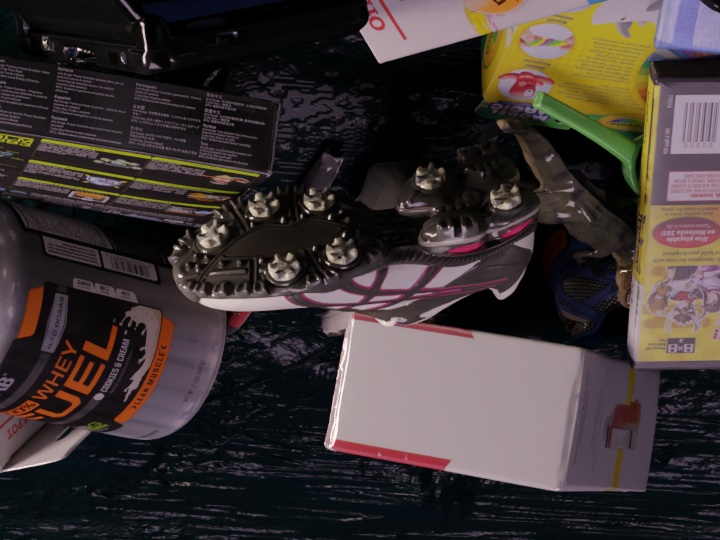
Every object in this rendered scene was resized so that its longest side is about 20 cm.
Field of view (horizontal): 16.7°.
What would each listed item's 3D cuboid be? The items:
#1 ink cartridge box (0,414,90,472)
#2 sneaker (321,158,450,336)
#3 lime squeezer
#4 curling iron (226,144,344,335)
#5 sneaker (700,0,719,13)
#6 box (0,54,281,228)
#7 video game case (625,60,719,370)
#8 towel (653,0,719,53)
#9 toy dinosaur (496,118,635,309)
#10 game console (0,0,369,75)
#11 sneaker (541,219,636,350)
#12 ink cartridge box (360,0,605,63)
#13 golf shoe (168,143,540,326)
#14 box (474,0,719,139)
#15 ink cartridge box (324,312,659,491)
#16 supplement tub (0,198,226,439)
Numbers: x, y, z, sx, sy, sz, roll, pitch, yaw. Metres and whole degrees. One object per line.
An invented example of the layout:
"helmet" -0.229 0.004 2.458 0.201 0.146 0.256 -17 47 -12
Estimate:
"ink cartridge box" -0.260 0.083 1.540 0.199 0.117 0.068 -11 107 22
"sneaker" 0.020 -0.013 1.459 0.074 0.085 0.200 -6 170 -16
"lime squeezer" 0.152 -0.060 1.360 0.071 0.038 0.200 35 179 22
"curling iron" -0.060 -0.014 1.491 0.049 0.026 0.200 14 144 -25
"sneaker" 0.153 -0.202 1.087 0.072 0.083 0.201 -17 104 16
"box" -0.160 -0.071 1.327 0.199 0.048 0.193 9 168 -12
"video game case" 0.249 -0.029 1.329 0.199 0.026 0.181 -1 120 -3
"towel" 0.228 -0.186 1.179 0.146 0.024 0.200 3 128 -8
"toy dinosaur" 0.104 -0.044 1.394 0.088 0.048 0.200 11 159 42
"game console" -0.116 -0.160 1.187 0.175 0.117 0.200 -14 -166 -23
"sneaker" 0.211 0.018 1.490 0.199 0.079 0.075 -2 147 4
"ink cartridge box" 0.039 -0.173 1.171 0.200 0.068 0.115 -13 126 32
"golf shoe" 0.000 0.000 1.307 0.199 0.077 0.088 -11 135 -7
"box" 0.138 -0.141 1.284 0.117 0.048 0.200 8 143 -12
"ink cartridge box" 0.084 0.081 1.456 0.145 0.084 0.200 8 177 20
"supplement tub" -0.188 0.026 1.439 0.200 0.123 0.122 15 145 -40
